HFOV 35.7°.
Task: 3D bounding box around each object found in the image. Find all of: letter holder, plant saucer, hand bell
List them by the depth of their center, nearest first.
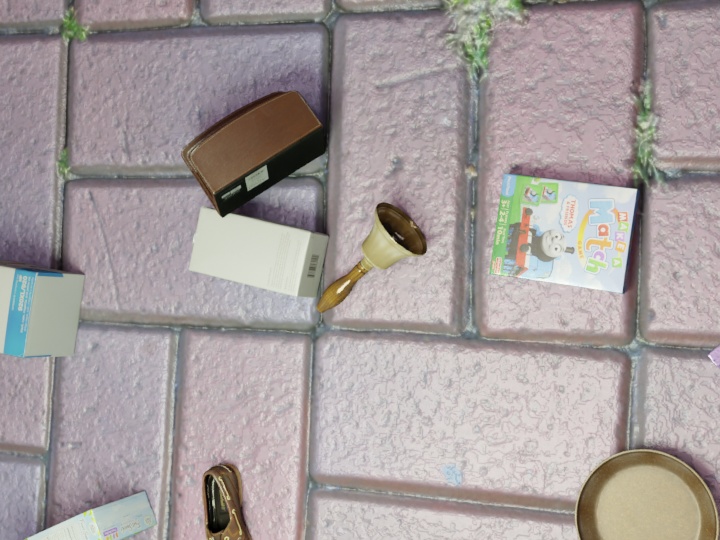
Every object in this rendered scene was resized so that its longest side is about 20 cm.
[{"bbox_3d":[0.406,0.353,1.587,0.198,0.037,0.203,-1,87,21],"label":"plant saucer"},{"bbox_3d":[0.000,0.000,1.732,0.200,0.104,0.104,-45,74,26],"label":"hand bell"},{"bbox_3d":[-0.175,-0.206,1.745,0.199,0.101,0.143,-33,75,-10],"label":"letter holder"}]

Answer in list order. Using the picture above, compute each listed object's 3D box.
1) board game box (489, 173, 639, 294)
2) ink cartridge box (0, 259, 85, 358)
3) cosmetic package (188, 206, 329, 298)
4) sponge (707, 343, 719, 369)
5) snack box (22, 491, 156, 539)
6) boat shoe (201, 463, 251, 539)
[{"bbox_3d":[0.297,-0.055,1.638,0.198,0.037,0.153,8,91,19],"label":"board game box"},{"bbox_3d":[-0.600,0.060,1.906,0.198,0.147,0.146,9,91,20],"label":"ink cartridge box"},{"bbox_3d":[-0.163,-0.029,1.781,0.198,0.085,0.109,15,93,21],"label":"cosmetic package"},{"bbox_3d":[0.587,0.092,1.531,0.200,0.030,0.112,-44,75,13],"label":"sponge"},{"bbox_3d":[-0.462,0.439,1.833,0.199,0.168,0.068,-27,81,18],"label":"snack box"},{"bbox_3d":[-0.221,0.415,1.799,0.070,0.070,0.202,-13,85,18],"label":"boat shoe"}]
